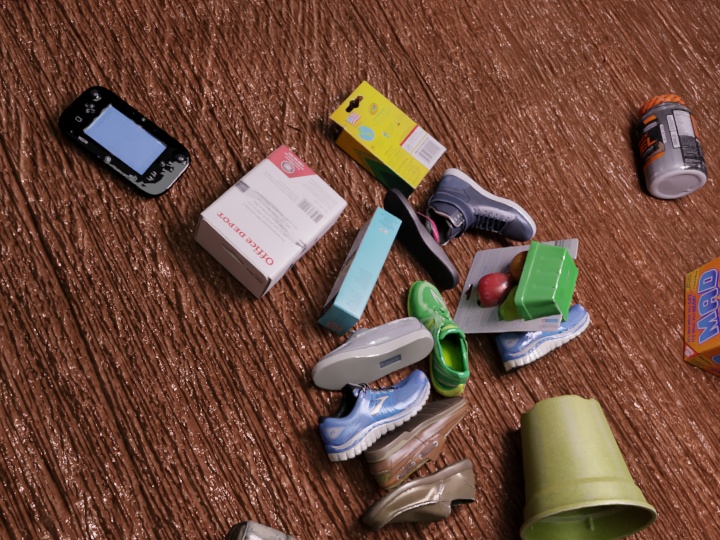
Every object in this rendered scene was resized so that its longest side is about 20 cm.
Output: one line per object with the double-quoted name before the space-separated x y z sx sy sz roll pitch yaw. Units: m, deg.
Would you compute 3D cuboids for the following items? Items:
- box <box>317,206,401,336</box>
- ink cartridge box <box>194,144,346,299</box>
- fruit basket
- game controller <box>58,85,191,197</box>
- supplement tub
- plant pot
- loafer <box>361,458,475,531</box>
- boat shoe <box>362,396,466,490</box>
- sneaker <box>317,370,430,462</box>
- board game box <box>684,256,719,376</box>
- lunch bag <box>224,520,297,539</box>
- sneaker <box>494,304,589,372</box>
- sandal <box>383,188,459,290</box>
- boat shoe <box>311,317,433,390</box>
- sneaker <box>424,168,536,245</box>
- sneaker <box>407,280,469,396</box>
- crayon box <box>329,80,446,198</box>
"box" 0.000 0.000 1.145 0.049 0.082 0.201 29 59 -8
"ink cartridge box" -0.141 -0.078 1.121 0.147 0.083 0.200 42 57 1
"fruit basket" 0.259 0.033 1.192 0.094 0.199 0.186 45 52 -30
"game controller" -0.366 -0.200 1.108 0.199 0.042 0.105 36 58 -3
"supplement tub" 0.665 -0.268 1.531 0.121 0.123 0.202 10 63 -19
"plant pot" 0.326 0.303 1.095 0.198 0.201 0.186 9 51 -19
"loafer" 0.094 0.335 1.032 0.198 0.076 0.068 -16 67 -28
"boat shoe" 0.090 0.258 1.077 0.199 0.072 0.069 -24 95 -31
"sneaker" 0.021 0.198 1.058 0.199 0.078 0.090 -29 91 -31
"board game box" 0.771 0.090 1.362 0.198 0.200 0.202 23 60 -11
"lunch bag" -0.107 0.428 0.864 0.166 0.139 0.202 22 60 -11
"sneaker" 0.314 0.096 1.228 0.199 0.079 0.090 -22 78 -30
"sandal" 0.108 -0.057 1.227 0.045 0.075 0.201 -38 92 -29
"boat shoe" 0.013 0.125 1.105 0.199 0.071 0.072 -17 41 -15
"sneaker" 0.207 -0.081 1.267 0.201 0.077 0.147 31 47 4
"sneaker" 0.136 0.100 1.151 0.073 0.084 0.202 -4 60 -25
"crayon box" 0.045 -0.238 1.295 0.200 0.051 0.127 41 57 -2
